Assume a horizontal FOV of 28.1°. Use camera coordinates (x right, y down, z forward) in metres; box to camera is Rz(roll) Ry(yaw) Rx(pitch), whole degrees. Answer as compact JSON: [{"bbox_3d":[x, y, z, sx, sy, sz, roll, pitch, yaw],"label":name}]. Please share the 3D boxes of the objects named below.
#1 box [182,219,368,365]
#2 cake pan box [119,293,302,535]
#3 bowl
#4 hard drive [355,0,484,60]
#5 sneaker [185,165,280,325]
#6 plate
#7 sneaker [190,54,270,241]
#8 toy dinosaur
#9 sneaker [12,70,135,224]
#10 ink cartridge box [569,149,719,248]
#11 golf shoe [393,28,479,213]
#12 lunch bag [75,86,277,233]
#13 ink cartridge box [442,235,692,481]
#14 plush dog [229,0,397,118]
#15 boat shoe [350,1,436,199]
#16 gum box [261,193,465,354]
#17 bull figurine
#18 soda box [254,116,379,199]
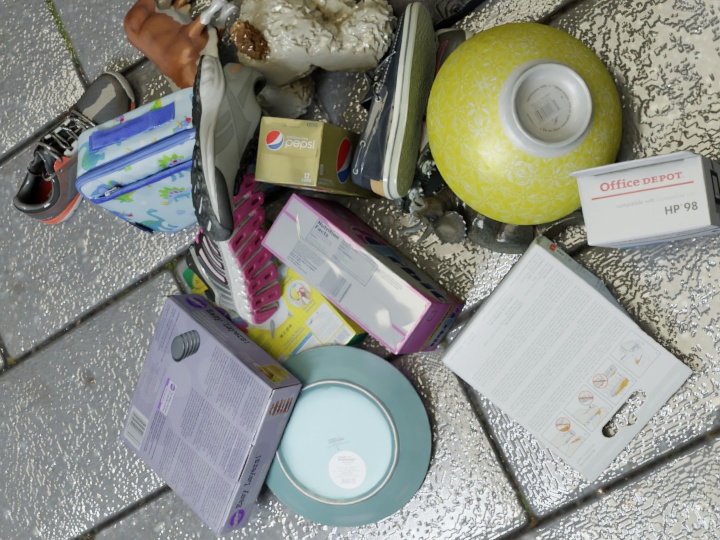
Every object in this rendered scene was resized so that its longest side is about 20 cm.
[{"bbox_3d":[-0.097,0.036,1.565,0.117,0.048,0.200,-47,75,16],"label":"box"},{"bbox_3d":[-0.167,0.156,1.547,0.184,0.052,0.201,37,116,34],"label":"cake pan box"},{"bbox_3d":[0.168,-0.149,1.379,0.198,0.108,0.202,1,86,-8],"label":"bowl"},{"bbox_3d":[0.038,-0.339,1.521,0.139,0.038,0.201,-33,78,18],"label":"hard drive"},{"bbox_3d":[-0.145,-0.035,1.491,0.087,0.074,0.201,12,130,31],"label":"sneaker"},{"bbox_3d":[-0.024,0.179,1.515,0.198,0.026,0.202,2,100,11],"label":"plate"},{"bbox_3d":[-0.125,-0.121,1.391,0.079,0.074,0.202,5,62,-11],"label":"sneaker"},{"bbox_3d":[0.141,-0.059,1.461,0.198,0.077,0.103,14,98,-10],"label":"toy dinosaur"},{"bbox_3d":[-0.330,-0.138,1.644,0.077,0.082,0.201,35,102,19],"label":"sneaker"},{"bbox_3d":[0.272,-0.062,1.330,0.115,0.200,0.067,-10,86,22],"label":"ink cartridge box"},{"bbox_3d":[0.080,-0.154,1.491,0.088,0.077,0.201,31,96,37],"label":"golf shoe"},{"bbox_3d":[-0.197,-0.117,1.537,0.199,0.161,0.083,-18,61,26],"label":"lunch bag"},{"bbox_3d":[0.207,0.087,1.442,0.200,0.050,0.163,38,109,0],"label":"ink cartridge box"},{"bbox_3d":[-0.078,-0.279,1.501,0.199,0.160,0.173,-29,54,39],"label":"plush dog"},{"bbox_3d":[0.032,-0.173,1.439,0.062,0.075,0.202,9,85,24],"label":"boat shoe"},{"bbox_3d":[0.000,0.000,1.488,0.200,0.113,0.066,39,103,18],"label":"gum box"},{"bbox_3d":[-0.191,-0.256,1.580,0.200,0.065,0.122,40,100,36],"label":"bull figurine"},{"bbox_3d":[-0.037,-0.112,1.458,0.067,0.200,0.065,7,92,19],"label":"soda box"}]
